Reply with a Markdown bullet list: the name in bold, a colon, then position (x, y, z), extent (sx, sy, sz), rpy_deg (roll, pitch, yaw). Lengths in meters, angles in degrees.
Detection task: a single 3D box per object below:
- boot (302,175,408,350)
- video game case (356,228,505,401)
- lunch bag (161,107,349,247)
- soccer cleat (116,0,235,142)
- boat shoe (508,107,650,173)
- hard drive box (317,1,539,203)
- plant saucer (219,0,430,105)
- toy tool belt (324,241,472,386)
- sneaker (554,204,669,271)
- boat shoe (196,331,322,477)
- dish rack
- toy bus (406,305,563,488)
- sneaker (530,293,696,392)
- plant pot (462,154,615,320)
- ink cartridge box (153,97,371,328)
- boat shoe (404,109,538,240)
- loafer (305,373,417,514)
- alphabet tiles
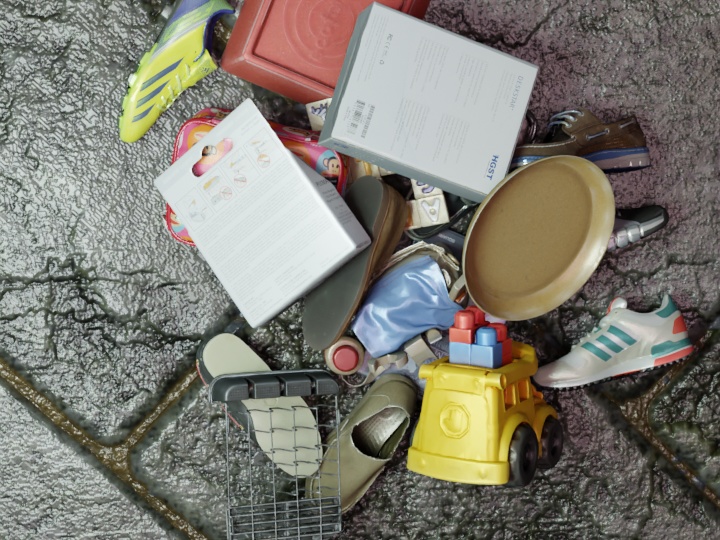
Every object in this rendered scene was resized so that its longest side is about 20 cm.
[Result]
- **boot**: position (0.000, 0.000, 1.572), extent (0.075, 0.073, 0.201), rpy_deg (24, 89, -52)
- **video game case**: position (0.097, 0.057, 1.676), extent (0.142, 0.019, 0.201), rpy_deg (23, 96, -7)
- **lunch bag**: position (-0.119, -0.081, 1.601), extent (0.199, 0.082, 0.177), rpy_deg (12, 108, 3)
- **soccer cleat**: position (-0.209, -0.227, 1.588), extent (0.083, 0.065, 0.201), rpy_deg (27, 96, -10)
- **boat shoe**: position (0.243, -0.145, 1.607), extent (0.199, 0.072, 0.073), rpy_deg (-6, 85, -36)
- **hard drive box**: position (0.073, -0.179, 1.531), extent (0.199, 0.077, 0.157), rpy_deg (20, 85, -12)
- **plant saucer**: position (-0.035, -0.285, 1.605), extent (0.199, 0.037, 0.201), rpy_deg (22, 97, -6)
- **toy tool belt**: position (0.041, 0.056, 1.601), extent (0.200, 0.123, 0.125), rpy_deg (-39, 99, 3)
- **sneaker**: position (0.255, -0.070, 1.640), extent (0.199, 0.075, 0.116), rpy_deg (-20, 88, -8)
- **boat shoe**: position (-0.117, 0.157, 1.658), extent (0.074, 0.063, 0.202), rpy_deg (-41, 100, -17)
- **dish rack**: position (-0.091, 0.216, 1.606), extent (0.152, 0.055, 0.202), rpy_deg (-2, 90, -19)
- **toy bus**: position (0.145, 0.135, 1.593), extent (0.135, 0.200, 0.193), rpy_deg (3, 97, 29)
- **sneaker**: position (0.292, 0.084, 1.676), extent (0.198, 0.070, 0.094), rpy_deg (-14, 82, 1)
- **plant pot**: position (0.191, -0.038, 1.545), extent (0.199, 0.027, 0.201), rpy_deg (-16, 124, -24)
- **ink cartridge box**: position (-0.108, -0.063, 1.542), extent (0.162, 0.057, 0.201), rpy_deg (-37, 82, 24)
- **boat shoe**: position (0.123, -0.113, 1.621), extent (0.200, 0.068, 0.072), rpy_deg (-42, 95, 1)
- **loafer**: position (-0.003, 0.211, 1.663), extent (0.076, 0.067, 0.201), rpy_deg (29, 103, -7)
- **alphabet tiles**: position (-0.011, -0.117, 1.614), extent (0.199, 0.008, 0.168), rpy_deg (-11, 101, 17)
